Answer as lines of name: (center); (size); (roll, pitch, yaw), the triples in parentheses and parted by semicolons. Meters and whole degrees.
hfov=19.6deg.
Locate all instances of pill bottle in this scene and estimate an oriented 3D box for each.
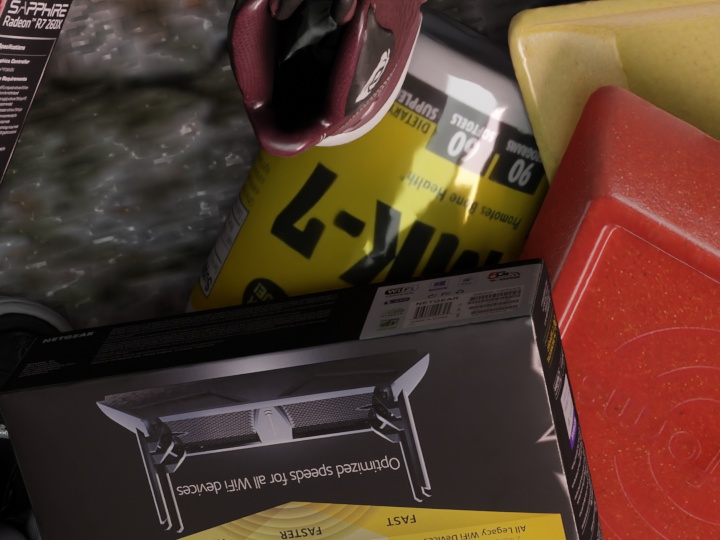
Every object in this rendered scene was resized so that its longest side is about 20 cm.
pill bottle: (0.000, 0.000, 0.822); (0.114, 0.114, 0.201); (23, 104, -15)

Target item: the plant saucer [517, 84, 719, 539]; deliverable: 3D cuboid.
plant saucer: (0.130, 0.064, 0.753); (0.199, 0.037, 0.201); (31, 128, 13)

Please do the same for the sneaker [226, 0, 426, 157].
sneaker: (0.006, -0.126, 0.676); (0.075, 0.116, 0.202); (15, 108, 4)

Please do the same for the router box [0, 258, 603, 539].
router box: (-0.015, 0.090, 0.760); (0.198, 0.052, 0.158); (-8, 111, 14)

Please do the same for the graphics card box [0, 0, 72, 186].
graphics card box: (-0.198, -0.045, 0.782); (0.125, 0.051, 0.201); (29, 106, 18)

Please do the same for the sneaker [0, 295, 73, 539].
sneaker: (-0.169, 0.115, 0.835); (0.075, 0.114, 0.201); (20, 104, -14)

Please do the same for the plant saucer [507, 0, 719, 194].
plant saucer: (0.173, -0.026, 0.750); (0.199, 0.049, 0.201); (-4, 122, 27)
